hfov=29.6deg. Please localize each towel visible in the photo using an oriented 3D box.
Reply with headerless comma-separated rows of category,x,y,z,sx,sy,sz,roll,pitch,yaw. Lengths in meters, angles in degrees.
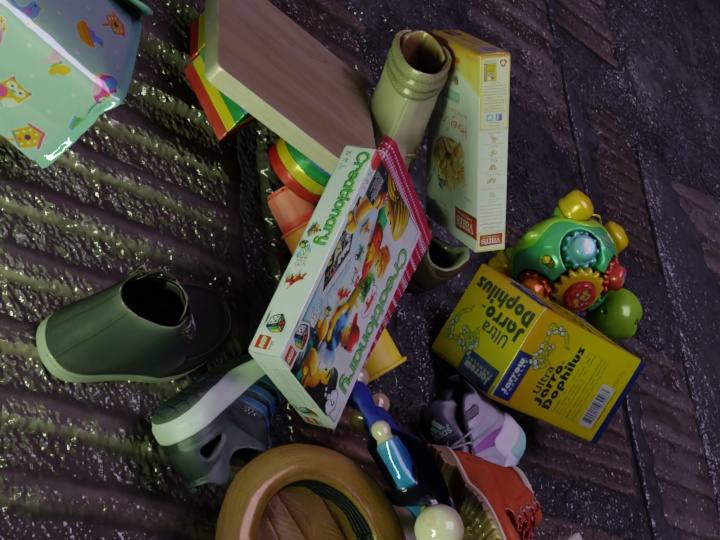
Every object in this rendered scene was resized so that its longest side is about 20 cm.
towel,0.000,0.000,1.221,0.201,0.022,0.145,-61,147,-28

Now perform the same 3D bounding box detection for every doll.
doll,0.038,0.165,1.141,0.137,0.048,0.200,52,0,-36

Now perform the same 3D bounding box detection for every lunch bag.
lunch bag,-0.260,-0.210,1.072,0.170,0.121,0.201,41,32,-26

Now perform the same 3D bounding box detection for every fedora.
fedora,-0.050,0.240,1.078,0.199,0.081,0.203,14,67,-36

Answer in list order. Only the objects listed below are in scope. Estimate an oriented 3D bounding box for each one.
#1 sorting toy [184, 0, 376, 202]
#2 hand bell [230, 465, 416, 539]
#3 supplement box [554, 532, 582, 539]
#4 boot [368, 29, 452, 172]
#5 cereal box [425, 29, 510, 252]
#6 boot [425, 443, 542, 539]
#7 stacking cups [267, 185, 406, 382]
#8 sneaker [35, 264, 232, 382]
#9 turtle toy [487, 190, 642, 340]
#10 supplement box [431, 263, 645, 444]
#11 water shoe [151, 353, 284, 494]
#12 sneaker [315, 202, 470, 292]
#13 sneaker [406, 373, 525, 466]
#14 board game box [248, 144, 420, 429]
sorting toy,-0.081,-0.163,1.282,0.199,0.069,0.200,36,27,-29
hand bell,-0.034,0.199,1.160,0.199,0.104,0.105,34,42,-18
supplement box,0.123,0.317,1.236,0.199,0.125,0.074,-15,80,-55
boot,0.043,-0.177,1.405,0.072,0.157,0.201,20,28,-1
cereal box,0.108,-0.135,1.397,0.039,0.144,0.203,-6,110,-17
boot,0.124,0.222,1.200,0.106,0.076,0.200,14,20,-18
stacking cups,-0.031,0.013,1.295,0.201,0.060,0.060,60,34,1
sneaker,-0.146,0.040,1.070,0.199,0.106,0.076,-11,77,-55
turtle toy,0.253,0.011,1.579,0.199,0.146,0.102,35,23,-36
supplement box,0.192,0.091,1.455,0.199,0.110,0.109,26,8,-43
water shoe,-0.102,0.120,1.110,0.200,0.071,0.080,-31,101,-61
sneaker,0.032,-0.045,1.394,0.199,0.075,0.071,29,47,-41
sneaker,0.093,0.184,1.337,0.140,0.077,0.201,47,28,-21
board game box,-0.017,0.014,1.137,0.202,0.034,0.127,-66,149,-22
